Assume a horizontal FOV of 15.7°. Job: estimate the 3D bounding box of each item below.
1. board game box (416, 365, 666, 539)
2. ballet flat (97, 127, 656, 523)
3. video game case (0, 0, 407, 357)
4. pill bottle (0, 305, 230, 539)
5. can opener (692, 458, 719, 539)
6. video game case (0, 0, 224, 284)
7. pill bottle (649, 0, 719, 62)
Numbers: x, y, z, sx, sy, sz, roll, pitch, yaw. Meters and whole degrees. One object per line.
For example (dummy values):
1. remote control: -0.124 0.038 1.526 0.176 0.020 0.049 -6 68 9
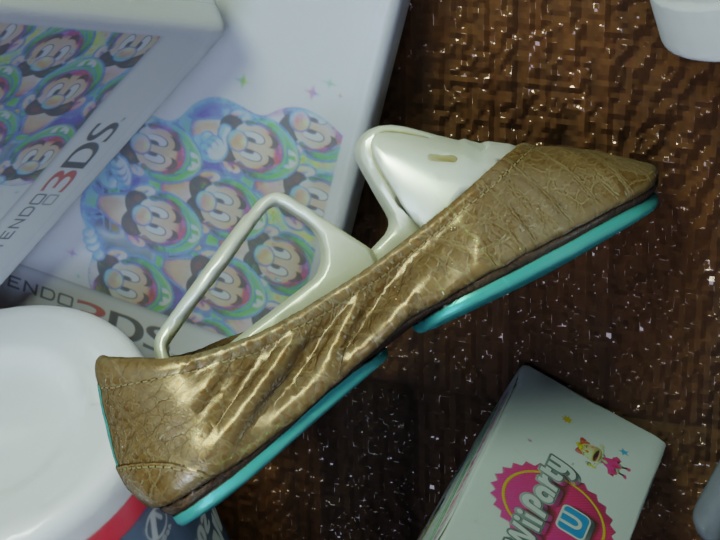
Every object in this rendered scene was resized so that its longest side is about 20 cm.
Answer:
1. board game box: 0.022 0.152 0.918 0.064 0.148 0.200 29 123 3
2. ballet flat: 0.000 0.000 0.841 0.200 0.068 0.072 -33 91 -6
3. video game case: -0.085 -0.060 0.903 0.182 0.024 0.200 19 122 8
4. pill bottle: -0.101 0.120 0.943 0.119 0.120 0.200 -2 136 20
5. can opener: 0.155 0.018 0.846 0.066 0.053 0.200 8 122 -20
6. video game case: -0.165 -0.032 0.821 0.182 0.200 0.024 -44 62 32
7. pill bottle: 0.096 -0.165 0.745 0.104 0.104 0.200 -9 114 23
